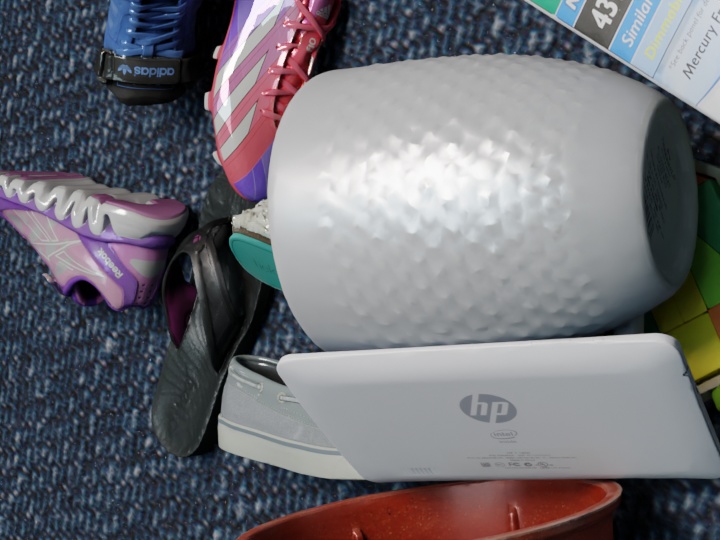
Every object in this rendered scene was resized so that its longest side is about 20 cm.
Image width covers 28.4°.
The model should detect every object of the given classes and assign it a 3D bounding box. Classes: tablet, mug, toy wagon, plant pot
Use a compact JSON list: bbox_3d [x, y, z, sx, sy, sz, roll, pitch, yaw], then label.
[{"bbox_3d":[0.070,0.073,0.702,0.199,0.130,0.014,-5,53,24],"label":"tablet"},{"bbox_3d":[0.073,-0.009,0.700,0.174,0.148,0.201,-2,115,30],"label":"mug"},{"bbox_3d":[0.158,0.001,0.730,0.200,0.039,0.156,-34,66,35],"label":"toy wagon"},{"bbox_3d":[0.048,0.219,0.724,0.200,0.200,0.197,-10,89,40],"label":"plant pot"}]

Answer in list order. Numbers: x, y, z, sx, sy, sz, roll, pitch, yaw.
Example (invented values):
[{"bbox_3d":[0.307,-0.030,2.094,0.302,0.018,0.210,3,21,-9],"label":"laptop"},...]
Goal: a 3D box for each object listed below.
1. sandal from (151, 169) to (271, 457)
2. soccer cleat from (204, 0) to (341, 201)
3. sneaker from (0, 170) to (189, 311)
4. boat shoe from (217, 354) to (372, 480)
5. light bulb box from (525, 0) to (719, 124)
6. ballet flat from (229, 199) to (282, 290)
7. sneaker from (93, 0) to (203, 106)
[{"bbox_3d":[-0.105,0.031,0.953,0.075,0.048,0.202,22,102,40],"label":"sandal"},{"bbox_3d":[-0.049,-0.144,0.908,0.076,0.067,0.201,4,87,37],"label":"soccer cleat"},{"bbox_3d":[-0.209,-0.022,1.034,0.199,0.080,0.089,18,106,40],"label":"sneaker"},{"bbox_3d":[-0.016,0.083,0.857,0.200,0.070,0.072,3,95,45],"label":"boat shoe"},{"bbox_3d":[0.196,-0.172,0.651,0.200,0.124,0.199,40,113,35],"label":"light bulb box"},{"bbox_3d":[0.000,0.000,0.854,0.200,0.072,0.072,32,108,37],"label":"ballet flat"},{"bbox_3d":[-0.131,-0.163,0.933,0.200,0.076,0.112,-160,73,-73],"label":"sneaker"}]
